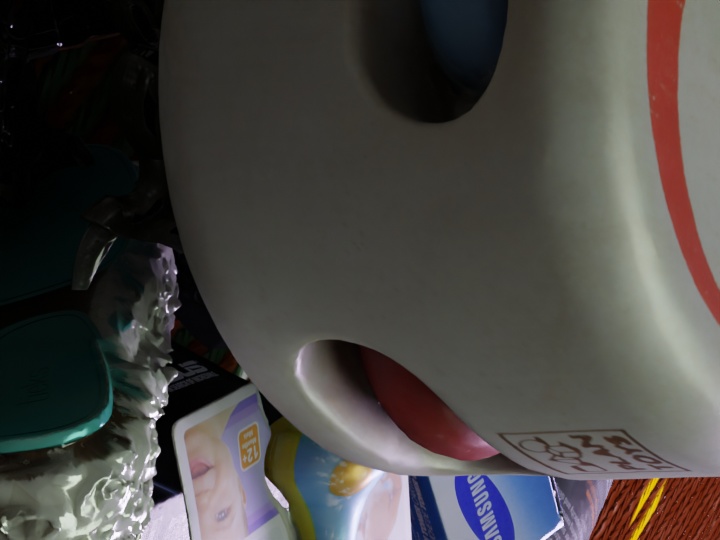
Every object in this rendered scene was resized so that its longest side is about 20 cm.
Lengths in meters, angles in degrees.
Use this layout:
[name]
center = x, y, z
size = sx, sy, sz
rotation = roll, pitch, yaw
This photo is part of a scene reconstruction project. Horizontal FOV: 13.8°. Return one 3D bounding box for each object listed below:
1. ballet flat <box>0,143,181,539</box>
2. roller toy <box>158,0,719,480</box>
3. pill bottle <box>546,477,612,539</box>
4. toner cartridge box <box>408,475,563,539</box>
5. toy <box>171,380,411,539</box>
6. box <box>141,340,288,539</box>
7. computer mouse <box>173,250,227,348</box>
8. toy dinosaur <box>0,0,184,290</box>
[ballet flat]
center = -0.078, 0.032, 0.739
size = 0.200, 0.071, 0.072
rotation = -93, -160, -67
[roller toy]
center = 0.055, -0.039, 0.713
size = 0.182, 0.139, 0.201
rotation = -37, 118, -49
[pill bottle]
center = 0.022, 0.106, 1.068
size = 0.106, 0.106, 0.200
rotation = 93, 18, -48
[toner cartridge box]
center = 0.000, 0.000, 0.879
size = 0.043, 0.095, 0.200
rotation = -34, 136, -17
[toy]
center = 0.005, 0.120, 0.790
size = 0.115, 0.047, 0.201
rotation = -28, 114, -57
[box]
center = -0.109, 0.128, 0.848
size = 0.164, 0.086, 0.201
rotation = -20, 133, -62
[computer mouse]
center = -0.026, -0.055, 0.908
size = 0.059, 0.034, 0.201
rotation = -42, 151, -43
[toy dinosaur]
center = -0.071, -0.076, 0.728
size = 0.199, 0.102, 0.136
rotation = -18, 120, -33
